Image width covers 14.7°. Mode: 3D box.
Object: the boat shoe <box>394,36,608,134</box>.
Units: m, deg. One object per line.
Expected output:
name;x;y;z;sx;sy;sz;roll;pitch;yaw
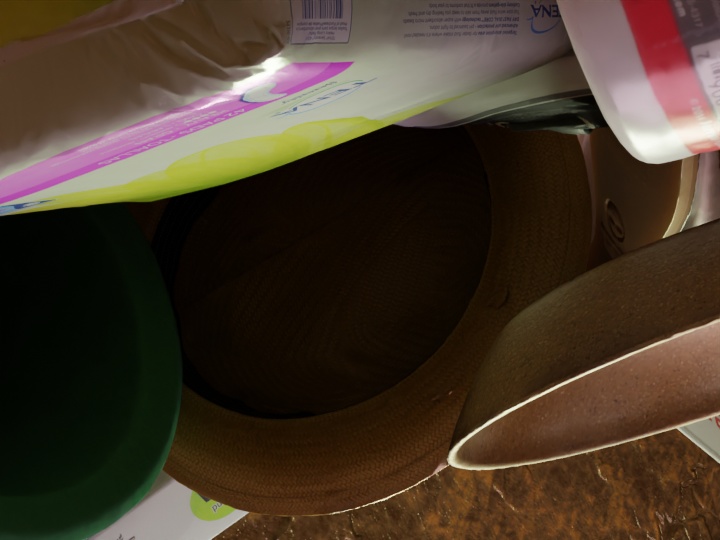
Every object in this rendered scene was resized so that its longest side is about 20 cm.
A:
boat shoe;0.067;-0.073;0.899;0.066;0.070;0.200;30;159;-29

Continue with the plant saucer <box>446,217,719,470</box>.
plant saucer;0.117;0.014;0.886;0.199;0.036;0.200;-17;168;-4

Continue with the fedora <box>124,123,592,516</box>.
fedora;0.000;0.000;1.015;0.200;0.201;0.082;-16;160;22

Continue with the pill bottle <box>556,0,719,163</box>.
pill bottle;0.150;-0.104;0.704;0.199;0.111;0.111;-15;176;16

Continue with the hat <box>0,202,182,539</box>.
hat;-0.178;0.041;1.003;0.165;0.201;0.176;13;145;-32

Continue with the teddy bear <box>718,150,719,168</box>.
teddy bear;0.160;-0.088;0.873;0.067;0.146;0.200;18;155;-25

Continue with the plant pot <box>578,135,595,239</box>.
plant pot;0.043;-0.033;1.145;0.092;0.202;0.201;22;-174;14

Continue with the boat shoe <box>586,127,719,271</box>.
boat shoe;0.128;-0.028;1.086;0.070;0.071;0.200;-17;140;-16

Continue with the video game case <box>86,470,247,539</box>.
video game case;-0.125;0.052;1.129;0.181;0.046;0.200;-34;-137;-10

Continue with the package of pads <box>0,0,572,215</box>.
package of pads;-0.052;-0.066;0.833;0.199;0.068;0.154;-16;175;38

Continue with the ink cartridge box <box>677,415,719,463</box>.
ink cartridge box;0.182;-0.014;1.191;0.084;0.201;0.146;-13;-160;-14
